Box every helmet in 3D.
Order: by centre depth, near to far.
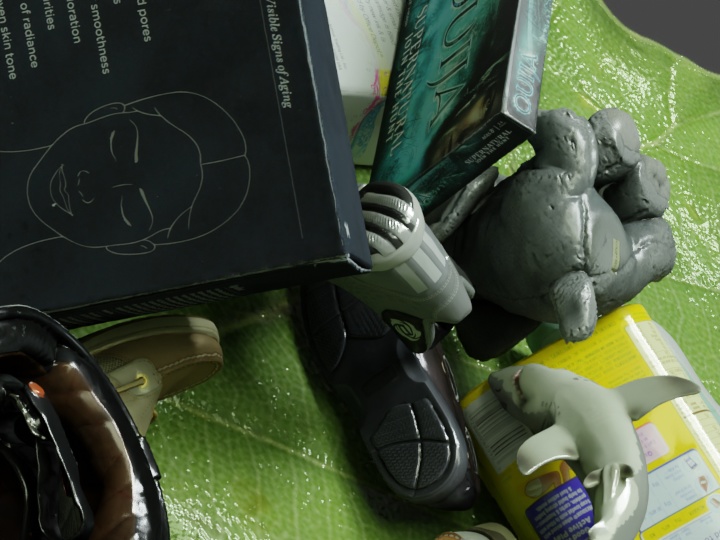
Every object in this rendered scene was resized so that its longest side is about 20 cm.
[{"bbox_3d":[-0.206,0.122,1.305,0.200,0.190,0.200,57,15,-24],"label":"helmet"}]

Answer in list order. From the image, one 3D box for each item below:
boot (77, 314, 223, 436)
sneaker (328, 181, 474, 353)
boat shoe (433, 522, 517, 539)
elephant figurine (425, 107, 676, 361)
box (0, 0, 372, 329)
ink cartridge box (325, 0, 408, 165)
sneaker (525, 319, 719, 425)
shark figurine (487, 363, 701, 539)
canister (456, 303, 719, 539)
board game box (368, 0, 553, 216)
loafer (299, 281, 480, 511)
[{"bbox_3d":[-0.124,0.111,1.476,0.199,0.073,0.156,-17,69,-46],"label":"boot"},{"bbox_3d":[0.000,0.000,1.619,0.075,0.200,0.116,-47,116,-10],"label":"sneaker"},{"bbox_3d":[0.090,0.236,1.568,0.068,0.075,0.200,-10,55,-41],"label":"boat shoe"},{"bbox_3d":[0.084,-0.016,1.708,0.155,0.199,0.142,-8,85,-52],"label":"elephant figurine"},{"bbox_3d":[-0.110,-0.081,1.470,0.124,0.195,0.201,22,58,-82],"label":"box"},{"bbox_3d":[-0.027,-0.149,1.778,0.199,0.088,0.146,0,58,-40],"label":"ink cartridge box"},{"bbox_3d":[0.176,0.104,1.746,0.200,0.074,0.118,42,33,-10],"label":"sneaker"},{"bbox_3d":[0.134,0.138,1.570,0.215,0.127,0.090,-84,163,-50],"label":"shark figurine"},{"bbox_3d":[0.161,0.137,1.666,0.148,0.087,0.201,-28,72,-10],"label":"canister"},{"bbox_3d":[0.064,-0.129,1.677,0.028,0.135,0.201,31,46,-23],"label":"board game box"},{"bbox_3d":[0.019,0.058,1.666,0.063,0.072,0.201,38,26,-56],"label":"loafer"}]
